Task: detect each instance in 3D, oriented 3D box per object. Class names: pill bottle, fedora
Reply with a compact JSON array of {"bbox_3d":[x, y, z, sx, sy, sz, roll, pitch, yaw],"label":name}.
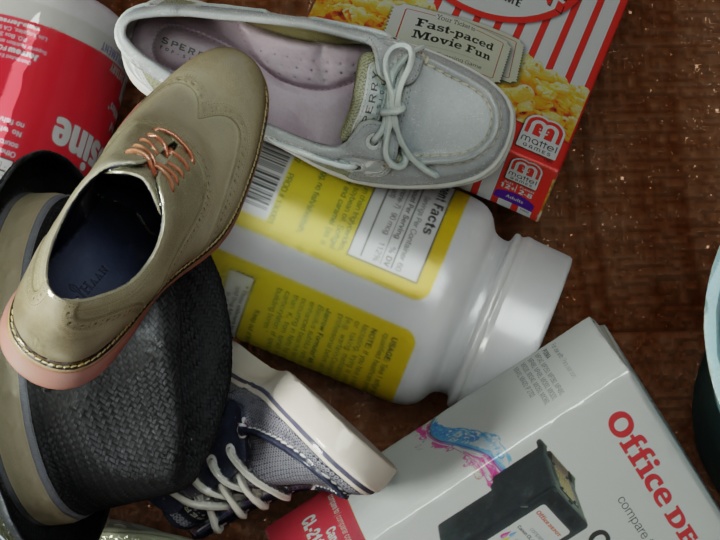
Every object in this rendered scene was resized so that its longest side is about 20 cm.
[{"bbox_3d":[0.000,0.000,1.535,0.199,0.114,0.115,23,75,2],"label":"pill bottle"},{"bbox_3d":[-0.192,-0.043,1.534,0.112,0.112,0.201,15,76,0],"label":"pill bottle"},{"bbox_3d":[-0.117,0.040,1.432,0.091,0.201,0.202,-5,75,17],"label":"fedora"}]

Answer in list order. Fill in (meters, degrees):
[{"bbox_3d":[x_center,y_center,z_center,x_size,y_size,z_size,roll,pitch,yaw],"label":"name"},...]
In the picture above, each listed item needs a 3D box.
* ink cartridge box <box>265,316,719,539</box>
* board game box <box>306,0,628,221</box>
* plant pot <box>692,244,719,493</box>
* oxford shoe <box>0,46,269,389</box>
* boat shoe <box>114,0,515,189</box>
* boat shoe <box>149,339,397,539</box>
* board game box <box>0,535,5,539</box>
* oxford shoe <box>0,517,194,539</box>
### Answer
[{"bbox_3d":[0.076,0.142,1.472,0.199,0.083,0.146,-33,109,2],"label":"ink cartridge box"},{"bbox_3d":[0.058,-0.137,1.572,0.151,0.046,0.201,22,52,2],"label":"board game box"},{"bbox_3d":[0.254,0.055,1.495,0.199,0.196,0.202,1,75,-3],"label":"plant pot"},{"bbox_3d":[-0.092,-0.035,1.366,0.071,0.074,0.201,29,58,0],"label":"oxford shoe"},{"bbox_3d":[-0.023,-0.089,1.464,0.201,0.065,0.075,19,91,3],"label":"boat shoe"},{"bbox_3d":[-0.052,0.099,1.475,0.075,0.200,0.093,42,84,-18],"label":"boat shoe"},{"bbox_3d":[-0.180,0.230,1.318,0.199,0.041,0.200,-32,54,-30],"label":"board game box"},{"bbox_3d":[-0.157,0.150,1.520,0.199,0.058,0.076,12,81,15],"label":"oxford shoe"}]
